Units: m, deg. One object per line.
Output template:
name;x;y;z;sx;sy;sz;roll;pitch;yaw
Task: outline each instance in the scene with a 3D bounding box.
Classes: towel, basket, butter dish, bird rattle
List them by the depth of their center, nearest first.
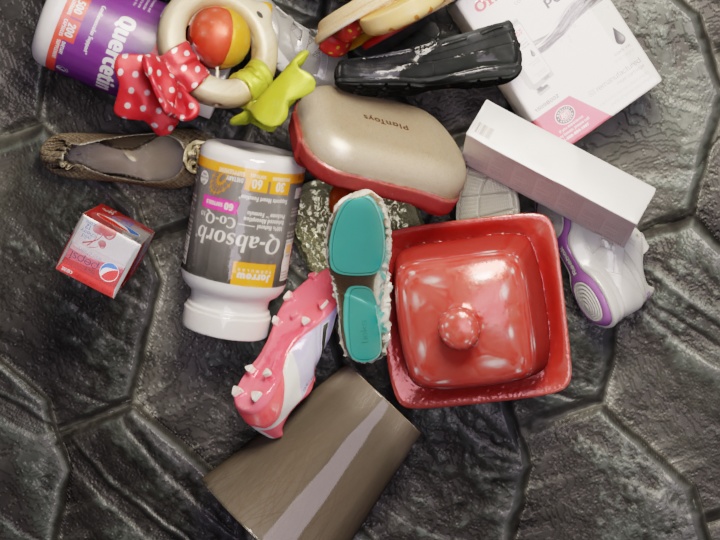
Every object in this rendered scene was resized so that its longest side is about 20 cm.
bird rattle;-0.152;-0.210;1.603;0.199;0.113;0.164;5;71;-18
butter dish;0.111;0.050;1.652;0.199;0.148;0.201;-6;95;11
basket;-0.041;0.213;1.714;0.180;0.136;0.200;43;86;16
towel;0.009;-0.021;1.745;0.148;0.036;0.201;-23;96;-1

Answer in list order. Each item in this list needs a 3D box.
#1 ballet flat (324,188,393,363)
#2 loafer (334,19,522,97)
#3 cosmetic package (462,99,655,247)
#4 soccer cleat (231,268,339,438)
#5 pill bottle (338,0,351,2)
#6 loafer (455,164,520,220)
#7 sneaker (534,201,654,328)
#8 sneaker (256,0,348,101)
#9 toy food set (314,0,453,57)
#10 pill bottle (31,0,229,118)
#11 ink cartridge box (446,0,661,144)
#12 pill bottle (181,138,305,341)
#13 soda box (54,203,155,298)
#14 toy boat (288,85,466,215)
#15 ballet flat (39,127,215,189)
ballet flat;0.000;0.000;1.650;0.071;0.072;0.201;-2;116;-4
loafer;0.069;-0.221;1.641;0.199;0.068;0.071;-7;85;-9
cosmetic package;0.206;-0.102;1.667;0.199;0.083;0.051;29;73;7
soccer cleat;-0.065;0.085;1.692;0.200;0.066;0.077;-57;138;-24
pill bottle;-0.006;-0.340;1.635;0.110;0.200;0.112;0;95;-4
loafer;0.149;-0.029;1.749;0.072;0.063;0.201;-7;92;16
sneaker;0.259;-0.041;1.756;0.099;0.075;0.201;-24;93;-26
sneaker;-0.056;-0.233;1.712;0.082;0.075;0.200;-41;108;-6
toy food set;0.045;-0.274;1.617;0.198;0.200;0.049;-34;98;-40
pill bottle;-0.237;-0.234;1.671;0.199;0.112;0.113;23;93;-5
ink cartridge box;0.207;-0.247;1.717;0.146;0.083;0.200;-35;96;1
pill bottle;-0.129;-0.033;1.691;0.116;0.116;0.201;9;100;-5
soda box;-0.263;-0.023;1.642;0.070;0.200;0.064;28;93;-5
toy boat;0.009;-0.103;1.671;0.199;0.131;0.131;13;128;-23
ballet flat;-0.247;-0.123;1.712;0.199;0.046;0.068;3;95;-4
